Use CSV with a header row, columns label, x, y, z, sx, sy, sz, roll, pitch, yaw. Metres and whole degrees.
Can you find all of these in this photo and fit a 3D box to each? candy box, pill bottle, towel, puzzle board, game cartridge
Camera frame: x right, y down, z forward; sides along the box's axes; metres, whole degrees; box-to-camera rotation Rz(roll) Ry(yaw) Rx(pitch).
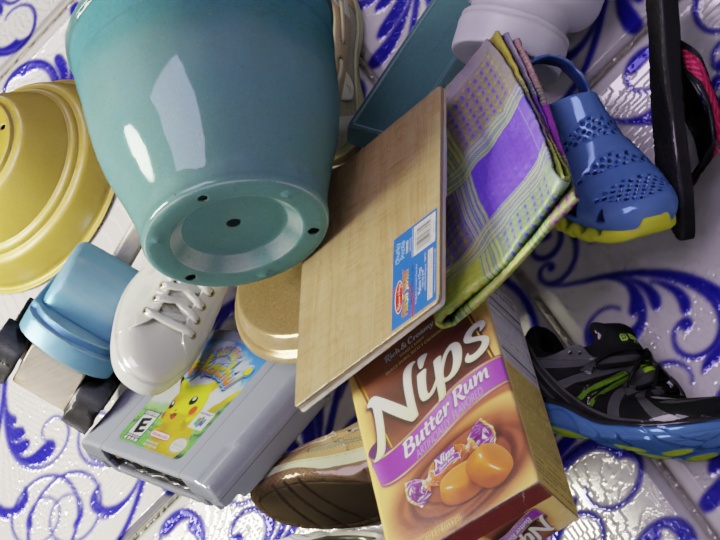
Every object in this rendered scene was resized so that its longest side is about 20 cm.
label,x,y,z,sx,sy,sz,roll,pitch,yaw
candy box,0.062,0.105,1.565,0.117,0.056,0.200,-33,41,17
pill bottle,0.133,-0.241,1.727,0.111,0.111,0.200,7,73,40
towel,0.078,-0.064,1.613,0.144,0.023,0.200,-48,32,23
puzzle board,0.011,-0.015,1.634,0.151,0.017,0.200,-37,36,36
game cartridge,-0.115,0.104,1.761,0.133,0.040,0.200,-46,29,-22

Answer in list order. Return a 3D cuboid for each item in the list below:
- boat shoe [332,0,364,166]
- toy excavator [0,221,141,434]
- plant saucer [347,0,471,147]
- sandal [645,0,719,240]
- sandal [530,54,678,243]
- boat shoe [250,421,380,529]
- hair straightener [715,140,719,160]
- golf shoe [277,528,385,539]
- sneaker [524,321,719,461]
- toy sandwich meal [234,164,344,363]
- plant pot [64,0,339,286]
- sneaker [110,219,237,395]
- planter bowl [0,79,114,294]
label,x,y,z,sx,sy,sz,roll,pitch,yaw
boat shoe,-0.040,-0.178,1.859,0.073,0.063,0.201,-16,60,18
toy excavator,-0.193,0.004,1.858,0.200,0.100,0.194,-57,4,15
plant saucer,0.062,-0.172,1.784,0.070,0.019,0.200,18,68,42
sandal,0.226,-0.120,1.626,0.045,0.075,0.200,0,72,-4
sandal,0.150,-0.085,1.626,0.200,0.079,0.087,44,141,51
boat shoe,0.014,0.130,1.681,0.200,0.072,0.076,-12,47,28
hair straightener,0.280,-0.079,1.583,0.077,0.041,0.200,-20,63,14
golf shoe,-0.034,0.208,1.653,0.200,0.097,0.078,-14,63,35
sneaker,0.174,0.077,1.569,0.199,0.071,0.083,12,83,44
toy sandwich meal,0.000,0.000,1.736,0.205,0.070,0.205,-26,40,23
plant pot,-0.101,-0.100,1.696,0.200,0.200,0.188,-30,54,24
sneaker,-0.130,-0.001,1.782,0.085,0.073,0.200,120,175,-57
planter bowl,-0.305,-0.088,2.019,0.200,0.083,0.201,-17,60,31
